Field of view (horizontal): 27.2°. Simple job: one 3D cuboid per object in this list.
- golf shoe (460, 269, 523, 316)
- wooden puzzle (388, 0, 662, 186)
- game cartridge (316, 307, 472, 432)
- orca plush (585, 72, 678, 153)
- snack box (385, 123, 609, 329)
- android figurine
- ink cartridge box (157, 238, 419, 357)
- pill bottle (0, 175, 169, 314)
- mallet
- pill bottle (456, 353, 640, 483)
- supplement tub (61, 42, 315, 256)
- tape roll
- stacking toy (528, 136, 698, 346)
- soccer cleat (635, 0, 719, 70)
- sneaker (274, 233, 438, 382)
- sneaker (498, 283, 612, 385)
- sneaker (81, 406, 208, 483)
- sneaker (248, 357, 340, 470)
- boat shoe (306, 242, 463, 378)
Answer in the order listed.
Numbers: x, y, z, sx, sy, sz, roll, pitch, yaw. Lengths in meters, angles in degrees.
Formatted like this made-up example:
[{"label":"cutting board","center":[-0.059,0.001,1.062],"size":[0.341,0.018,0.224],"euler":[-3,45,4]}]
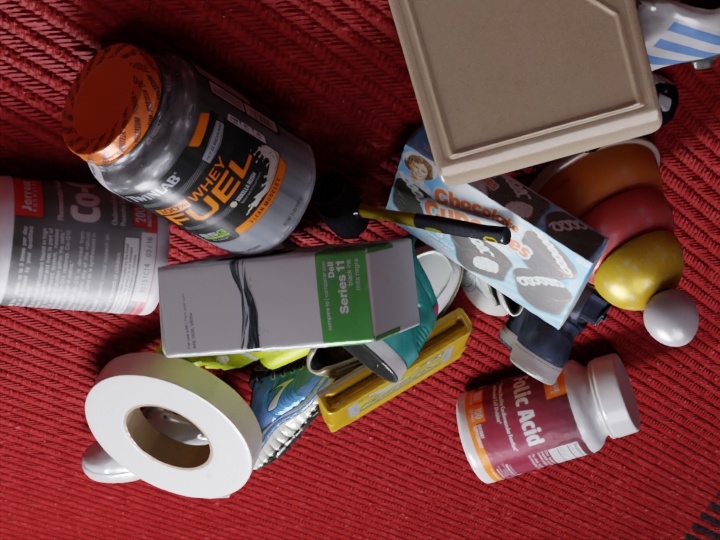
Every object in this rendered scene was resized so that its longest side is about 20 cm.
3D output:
[{"label":"golf shoe","center":[0.139,0.013,1.504],"size":[0.078,0.098,0.200],"euler":[-12,151,2]},{"label":"wooden puzzle","center":[0.127,-0.179,1.170],"size":[0.183,0.037,0.201],"euler":[-14,112,10]},{"label":"game cartridge","center":[0.036,0.112,1.591],"size":[0.175,0.033,0.200],"euler":[-30,168,-5]},{"label":"orca plush","center":[0.193,-0.141,1.287],"size":[0.199,0.072,0.105],"euler":[14,142,-32]},{"label":"snack box","center":[0.120,-0.040,1.357],"size":[0.199,0.037,0.117],"euler":[33,148,11]},{"label":"android figurine","center":[-0.124,0.055,1.563],"size":[0.199,0.041,0.182],"euler":[-25,146,22]},{"label":"ink cartridge box","center":[-0.063,0.023,1.323],"size":[0.198,0.084,0.146],"euler":[-5,-177,18]},{"label":"pill bottle","center":[-0.278,-0.024,1.321],"size":[0.198,0.115,0.114],"euler":[5,147,-22]},{"label":"mallet","center":[0.048,-0.042,1.363],"size":[0.199,0.041,0.066],"euler":[15,157,24]},{"label":"pill bottle","center":[0.224,0.173,1.772],"size":[0.199,0.115,0.114],"euler":[-19,148,17]},{"label":"supplement tub","center":[-0.140,-0.100,1.222],"size":[0.122,0.123,0.199],"euler":[-28,144,29]},{"label":"tape roll","center":[-0.204,0.172,1.626],"size":[0.201,0.037,0.204],"euler":[13,137,12]},{"label":"stacking toy","center":[0.247,-0.012,1.369],"size":[0.145,0.201,0.147],"euler":[-18,150,-11]},{"label":"soccer cleat","center":[0.222,-0.194,1.212],"size":[0.198,0.070,0.087],"euler":[-20,126,-1]},{"label":"sneaker","center":[0.000,0.000,1.435],"size":[0.121,0.200,0.084],"euler":[-45,167,-15]},{"label":"sneaker","center":[0.213,0.035,1.578],"size":[0.076,0.147,0.202],"euler":[28,-174,-3]},{"label":"sneaker","center":[-0.239,0.182,1.728],"size":[0.198,0.076,0.089],"euler":[-18,136,4]},{"label":"sneaker","center":[-0.078,0.129,1.651],"size":[0.200,0.089,0.078],"euler":[-46,170,17]},{"label":"boat shoe","center":[0.025,0.046,1.512],"size":[0.200,0.075,0.068],"euler":[-45,171,25]}]
